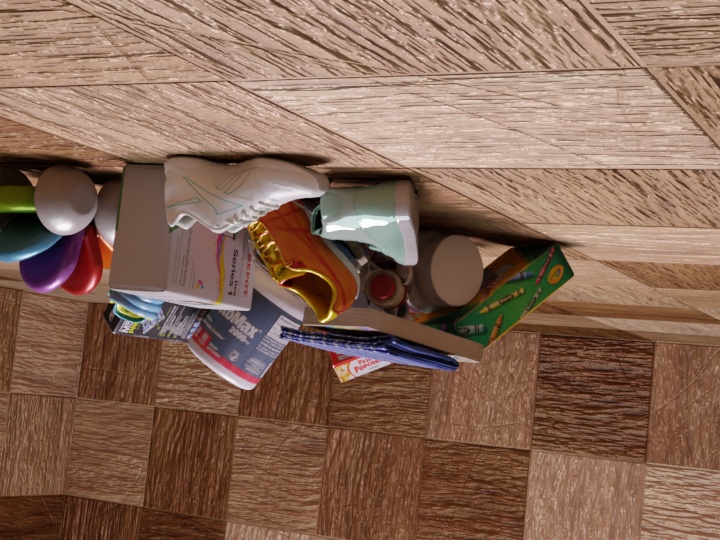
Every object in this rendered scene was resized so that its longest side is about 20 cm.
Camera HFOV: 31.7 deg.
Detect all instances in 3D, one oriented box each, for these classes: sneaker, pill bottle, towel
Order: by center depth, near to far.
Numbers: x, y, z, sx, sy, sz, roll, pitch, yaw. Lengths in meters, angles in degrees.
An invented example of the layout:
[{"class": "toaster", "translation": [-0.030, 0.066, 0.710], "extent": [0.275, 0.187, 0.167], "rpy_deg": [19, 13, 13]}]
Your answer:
[{"class": "sneaker", "translation": [-0.122, -0.078, 1.346], "extent": [0.200, 0.080, 0.070], "rpy_deg": [1, 171, 29]}, {"class": "sneaker", "translation": [-0.083, -0.029, 1.430], "extent": [0.077, 0.200, 0.073], "rpy_deg": [-44, 177, -45]}, {"class": "sneaker", "translation": [0.006, -0.055, 1.436], "extent": [0.118, 0.074, 0.200], "rpy_deg": [-1, 164, 7]}, {"class": "towel", "translation": [0.011, 0.098, 1.618], "extent": [0.200, 0.024, 0.145], "rpy_deg": [5, 170, 44]}, {"class": "sneaker", "translation": [0.000, 0.000, 1.647], "extent": [0.115, 0.075, 0.200], "rpy_deg": [18, 149, 38]}, {"class": "sneaker", "translation": [-0.284, -0.008, 1.664], "extent": [0.079, 0.131, 0.200], "rpy_deg": [25, -162, -15]}, {"class": "pill bottle", "translation": [0.067, 0.002, 1.752], "extent": [0.114, 0.114, 0.200], "rpy_deg": [10, 173, -37]}, {"class": "pill bottle", "translation": [-0.148, 0.061, 1.846], "extent": [0.120, 0.200, 0.120], "rpy_deg": [36, -178, -1]}]

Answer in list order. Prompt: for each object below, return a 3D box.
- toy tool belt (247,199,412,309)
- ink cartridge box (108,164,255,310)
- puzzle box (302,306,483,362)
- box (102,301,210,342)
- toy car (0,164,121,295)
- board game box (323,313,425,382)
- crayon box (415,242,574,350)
[{"class": "toy tool belt", "translation": [-0.043, -0.018, 1.517], "extent": [0.200, 0.125, 0.123], "rpy_deg": [30, 180, 17]}, {"class": "ink cartridge box", "translation": [-0.203, -0.035, 1.509], "extent": [0.084, 0.145, 0.200], "rpy_deg": [3, 174, 24]}, {"class": "puzzle box", "translation": [0.042, 0.082, 1.614], "extent": [0.200, 0.025, 0.133], "rpy_deg": [19, 167, -37]}, {"class": "box", "translation": [-0.259, 0.011, 1.841], "extent": [0.160, 0.200, 0.044], "rpy_deg": [11, -150, -43]}, {"class": "toy car", "translation": [-0.368, -0.045, 1.550], "extent": [0.175, 0.150, 0.200], "rpy_deg": [2, 173, 37]}, {"class": "board game box", "translation": [0.042, 0.063, 1.864], "extent": [0.200, 0.152, 0.046], "rpy_deg": [-22, 136, 3]}, {"class": "crayon box", "translation": [0.183, 0.041, 1.745], "extent": [0.200, 0.058, 0.119], "rpy_deg": [-37, -168, -23]}]
